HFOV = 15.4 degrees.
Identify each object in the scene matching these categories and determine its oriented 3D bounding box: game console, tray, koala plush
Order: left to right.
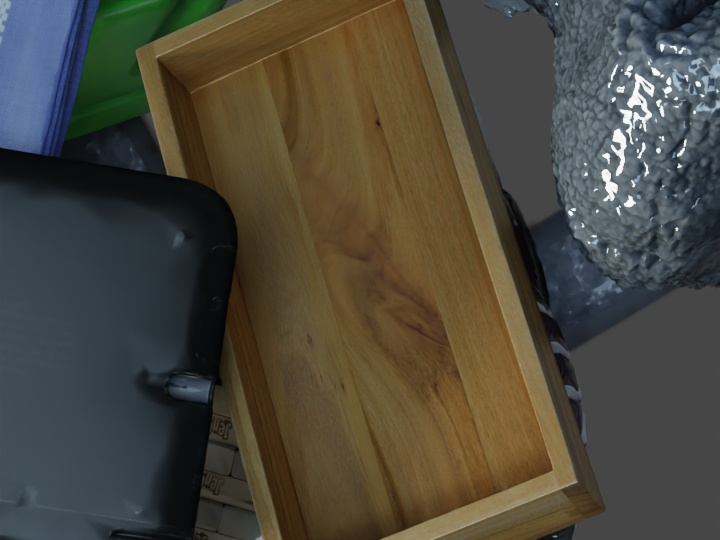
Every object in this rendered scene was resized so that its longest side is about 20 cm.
[{"bbox_3d":[-0.150,0.049,0.834,0.199,0.116,0.177,9,85,-6],"label":"game console"},{"bbox_3d":[0.000,0.000,0.840,0.098,0.037,0.201,-23,63,12],"label":"tray"},{"bbox_3d":[0.097,-0.109,0.856,0.183,0.178,0.200,-31,65,-19],"label":"koala plush"}]

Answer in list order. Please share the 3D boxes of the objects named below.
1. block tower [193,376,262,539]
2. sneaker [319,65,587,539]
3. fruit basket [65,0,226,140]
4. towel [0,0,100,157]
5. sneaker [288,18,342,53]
[{"bbox_3d":[-0.040,0.029,0.949,0.057,0.054,0.201,15,94,10],"label":"block tower"},{"bbox_3d":[0.045,0.037,0.895,0.075,0.116,0.201,-14,65,14],"label":"sneaker"},{"bbox_3d":[-0.161,-0.130,0.944,0.215,0.155,0.217,28,128,41],"label":"fruit basket"},{"bbox_3d":[-0.181,-0.092,0.824,0.199,0.024,0.146,14,84,-7],"label":"towel"},{"bbox_3d":[-0.006,-0.171,0.923,0.081,0.074,0.201,-10,83,13],"label":"sneaker"}]
